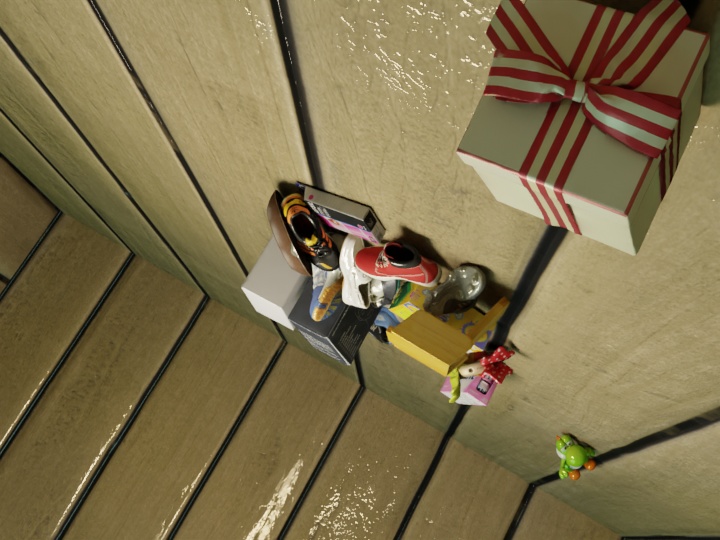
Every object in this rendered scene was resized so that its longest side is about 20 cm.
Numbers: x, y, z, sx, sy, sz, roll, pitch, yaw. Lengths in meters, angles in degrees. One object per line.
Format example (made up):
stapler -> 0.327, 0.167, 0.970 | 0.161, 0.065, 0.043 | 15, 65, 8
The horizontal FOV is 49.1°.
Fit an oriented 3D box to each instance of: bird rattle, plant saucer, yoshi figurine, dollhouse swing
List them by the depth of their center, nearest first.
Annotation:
dollhouse swing -> 0.173, 0.101, 1.566 | 0.180, 0.177, 0.200 | 30, 172, 11
plant saucer -> -0.158, -0.075, 1.709 | 0.200, 0.036, 0.203 | -24, -89, -86
bird rattle -> 0.275, 0.217, 1.860 | 0.114, 0.198, 0.163 | 61, -155, 1
yoshi figurine -> 0.625, 0.550, 2.291 | 0.110, 0.114, 0.200 | 0, 147, 33

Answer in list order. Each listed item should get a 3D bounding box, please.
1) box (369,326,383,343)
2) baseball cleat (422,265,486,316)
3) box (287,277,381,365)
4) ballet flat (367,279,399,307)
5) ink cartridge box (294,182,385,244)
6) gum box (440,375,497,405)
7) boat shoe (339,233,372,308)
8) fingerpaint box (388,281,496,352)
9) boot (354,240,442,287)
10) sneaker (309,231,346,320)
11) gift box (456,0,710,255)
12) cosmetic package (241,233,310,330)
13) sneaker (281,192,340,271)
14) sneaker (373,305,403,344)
box -> -0.023, 0.111, 2.184 | 0.160, 0.044, 0.199 | 42, 174, -32
baseball cleat -> 0.204, 0.038, 1.556 | 0.105, 0.071, 0.199 | -3, 165, -30
box -> -0.052, 0.091, 1.917 | 0.123, 0.202, 0.197 | 24, 163, 23
ballet flat -> 0.048, 0.041, 1.803 | 0.072, 0.074, 0.200 | 29, 162, 7
ink cartridge box -> -0.048, -0.118, 1.596 | 0.198, 0.037, 0.095 | 24, 165, 33
gum box -> 0.292, 0.282, 2.046 | 0.066, 0.115, 0.200 | 32, 166, -9
boat shoe -> 0.000, 0.000, 1.724 | 0.069, 0.071, 0.202 | 22, 138, 25
fingerpaint box -> 0.181, 0.102, 1.766 | 0.198, 0.074, 0.167 | 33, 166, -6
boot -> 0.050, -0.029, 1.572 | 0.198, 0.074, 0.144 | 11, 167, 35
sneaker -> -0.076, 0.012, 1.781 | 0.088, 0.203, 0.075 | 28, -171, 34
gift box -> 0.204, -0.148, 0.720 | 0.182, 0.203, 0.186 | 20, 178, 24
cosmetic package -> -0.179, 0.014, 1.949 | 0.122, 0.202, 0.200 | 27, 165, 12
sneaker -> -0.101, -0.062, 1.648 | 0.201, 0.069, 0.090 | 58, -174, -30
sneaker -> 0.094, 0.166, 2.115 | 0.199, 0.090, 0.078 | 39, 164, -28
